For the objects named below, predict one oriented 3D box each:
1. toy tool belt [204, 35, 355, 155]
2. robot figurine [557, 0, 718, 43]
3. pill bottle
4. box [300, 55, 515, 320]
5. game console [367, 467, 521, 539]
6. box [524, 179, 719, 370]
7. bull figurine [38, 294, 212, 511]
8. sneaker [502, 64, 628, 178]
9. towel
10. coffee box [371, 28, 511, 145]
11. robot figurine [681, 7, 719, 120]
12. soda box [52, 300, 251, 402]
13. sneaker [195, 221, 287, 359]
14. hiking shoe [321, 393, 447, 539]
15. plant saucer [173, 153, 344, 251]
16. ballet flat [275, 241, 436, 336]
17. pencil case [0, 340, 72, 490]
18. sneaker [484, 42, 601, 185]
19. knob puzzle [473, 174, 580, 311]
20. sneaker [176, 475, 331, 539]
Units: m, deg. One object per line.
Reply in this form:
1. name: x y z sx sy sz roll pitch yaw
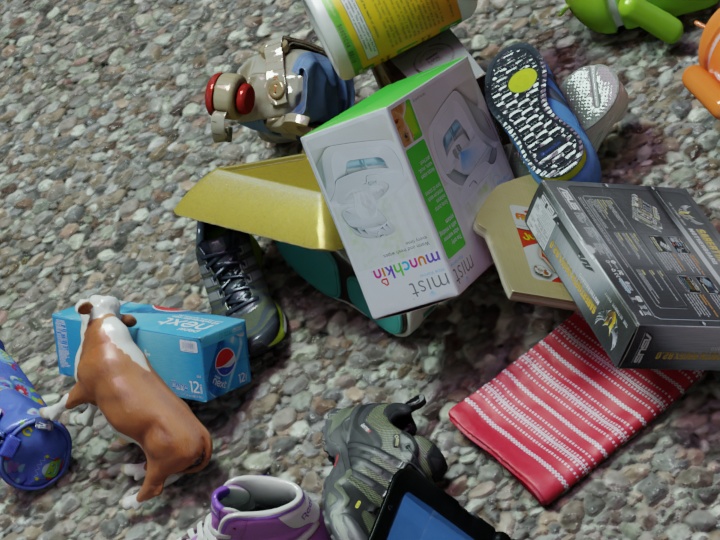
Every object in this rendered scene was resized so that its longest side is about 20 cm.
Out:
1. toy tool belt: -0.063 -0.177 1.806 0.122 0.126 0.200 9 9 21
2. robot figurine: 0.293 -0.312 1.788 0.198 0.116 0.176 -14 43 14
3. pill bottle: 0.046 -0.278 1.716 0.199 0.111 0.111 -27 42 -1
4. box: 0.054 -0.076 1.576 0.096 0.178 0.200 -17 10 29
5. game console: 0.091 0.267 1.333 0.174 0.117 0.201 3 51 29
6. box: 0.249 0.003 1.491 0.157 0.049 0.201 2 38 -27
7. bull figurine: -0.219 0.119 1.607 0.200 0.065 0.122 48 115 16
8. sneaker: 0.184 -0.108 1.688 0.200 0.080 0.071 -42 64 13
9. towel: 0.188 0.102 1.513 0.199 0.023 0.145 -38 44 -11
10. coffee box: 0.070 -0.192 1.786 0.079 0.115 0.200 -28 42 -2
11. robot figurine: 0.387 -0.182 1.618 0.144 0.116 0.201 -42 41 15
12. soda box: -0.202 0.073 1.678 0.199 0.065 0.068 8 19 37
13. sneaker: -0.128 0.009 1.717 0.073 0.081 0.201 -27 43 1
14. hiking shoe: 0.023 0.181 1.479 0.100 0.076 0.201 -20 42 12
15. plant saucer: -0.045 -0.073 1.695 0.199 0.049 0.199 14 17 36
16. ballet flat: 0.000 0.000 1.684 0.069 0.070 0.199 -43 49 -17
17. pencil case: -0.352 0.133 1.709 0.078 0.087 0.200 -54 43 5
18. sneaker: 0.171 -0.129 1.622 0.066 0.078 0.201 -32 45 11
19. knob puzzle: 0.190 -0.020 1.562 0.218 0.031 0.220 13 35 -9
20. sneaker: -0.127 0.225 1.486 0.199 0.115 0.073 -20 44 10
